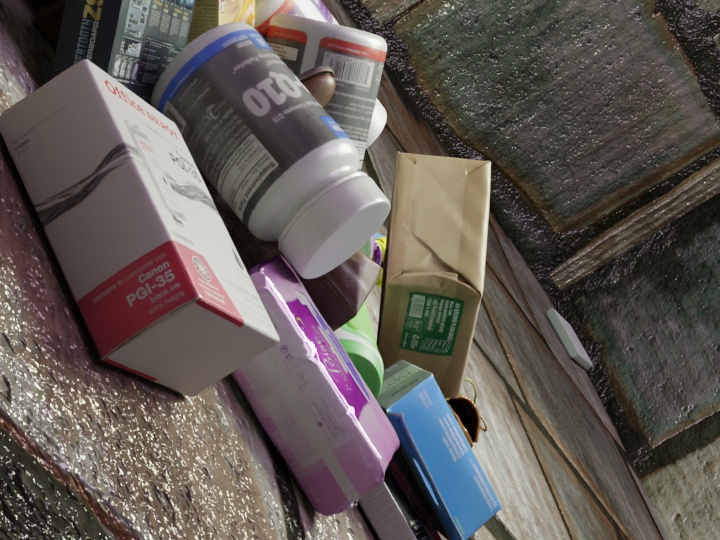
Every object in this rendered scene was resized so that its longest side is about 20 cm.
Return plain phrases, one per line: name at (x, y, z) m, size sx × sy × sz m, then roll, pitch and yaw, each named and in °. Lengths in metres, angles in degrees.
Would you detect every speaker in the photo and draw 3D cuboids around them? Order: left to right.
speaker at (-0.030, 0.053, 1.488) m, size 0.089 × 0.088 × 0.201 m, roll 53°, pitch 11°, yaw -28°

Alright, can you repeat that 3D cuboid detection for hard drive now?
hard drive at (0.521, 0.172, 4.022) m, size 0.133 × 0.027 × 0.200 m, roll 62°, pitch 10°, yaw 20°

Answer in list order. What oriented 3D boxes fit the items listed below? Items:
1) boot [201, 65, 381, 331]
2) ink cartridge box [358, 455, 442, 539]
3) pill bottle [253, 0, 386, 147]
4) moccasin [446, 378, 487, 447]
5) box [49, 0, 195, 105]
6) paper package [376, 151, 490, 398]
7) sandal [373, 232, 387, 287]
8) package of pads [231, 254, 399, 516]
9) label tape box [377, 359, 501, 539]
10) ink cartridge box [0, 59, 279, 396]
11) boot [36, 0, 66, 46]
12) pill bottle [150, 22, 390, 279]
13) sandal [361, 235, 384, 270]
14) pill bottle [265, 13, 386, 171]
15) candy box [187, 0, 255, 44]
boot at (-0.035, -0.054, 1.406) m, size 0.200 × 0.186 × 0.064 m, roll 46°, pitch 0°, yaw 20°
ink cartridge box at (0.037, 0.227, 1.443) m, size 0.201 × 0.037 × 0.095 m, roll 62°, pitch 10°, yaw 9°
pill bottle at (-0.060, -0.208, 1.638) m, size 0.200 × 0.111 × 0.112 m, roll 50°, pitch 12°, yaw -30°
moccasin at (0.107, 0.171, 1.823) m, size 0.074 × 0.077 × 0.201 m, roll 58°, pitch 10°, yaw 3°
box at (-0.188, -0.208, 1.326) m, size 0.050 × 0.160 × 0.200 m, roll 14°, pitch 6°, yaw 8°
paper package at (0.075, 0.005, 1.726) m, size 0.201 × 0.102 × 0.192 m, roll 97°, pitch -2°, yaw -54°
sandal at (-0.020, -0.024, 1.851) m, size 0.086 × 0.080 × 0.200 m, roll 24°, pitch 1°, yaw 26°
package of pads at (-0.047, 0.091, 1.309) m, size 0.201 × 0.075 × 0.121 m, roll 58°, pitch 9°, yaw -2°
label tape box at (0.067, 0.168, 1.493) m, size 0.144 × 0.066 × 0.200 m, roll 62°, pitch -10°, yaw -8°
ink cartridge box at (-0.153, -0.028, 1.119) m, size 0.201 × 0.082 × 0.146 m, roll 63°, pitch 11°, yaw 22°
boot at (-0.265, -0.292, 1.364) m, size 0.201 × 0.076 × 0.156 m, roll 58°, pitch 13°, yaw -26°
pill bottle at (-0.073, -0.098, 1.335) m, size 0.200 × 0.114 × 0.114 m, roll 49°, pitch 8°, yaw 14°
sandal at (-0.002, -0.007, 1.644) m, size 0.203 × 0.049 × 0.083 m, roll 110°, pitch -36°, yaw -62°
pill bottle at (-0.050, -0.133, 1.527) m, size 0.115 × 0.202 × 0.116 m, roll 13°, pitch 6°, yaw -1°
candy box at (-0.137, -0.214, 1.497) m, size 0.115 × 0.055 × 0.202 m, roll -51°, pitch 143°, yaw -69°
